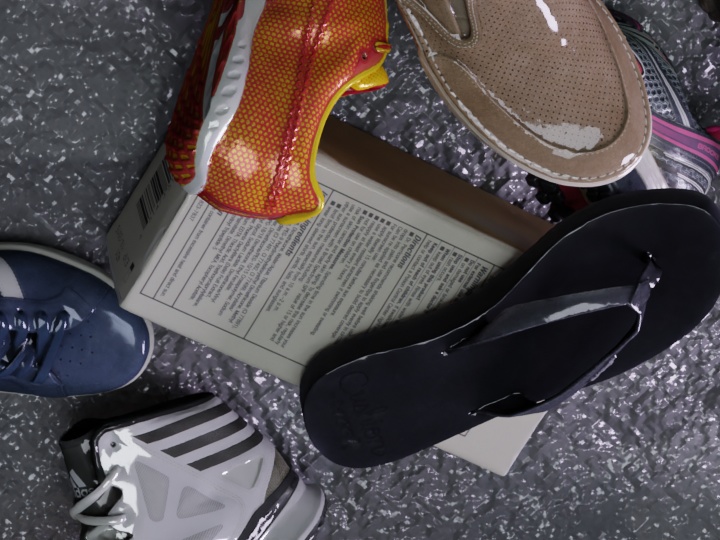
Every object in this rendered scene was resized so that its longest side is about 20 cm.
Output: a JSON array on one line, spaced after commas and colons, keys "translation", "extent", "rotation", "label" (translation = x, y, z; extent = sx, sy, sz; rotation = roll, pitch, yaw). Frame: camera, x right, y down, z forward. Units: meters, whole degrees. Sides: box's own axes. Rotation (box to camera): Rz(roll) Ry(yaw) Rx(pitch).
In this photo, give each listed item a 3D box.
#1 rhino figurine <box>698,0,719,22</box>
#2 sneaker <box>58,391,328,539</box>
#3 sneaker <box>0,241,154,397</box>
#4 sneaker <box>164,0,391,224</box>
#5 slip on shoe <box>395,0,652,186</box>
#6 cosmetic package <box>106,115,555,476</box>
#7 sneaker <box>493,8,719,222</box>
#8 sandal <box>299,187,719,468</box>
[{"translation": [0.204, -0.034, 1.235], "extent": [0.060, 0.087, 0.200], "rotation": [-20, 117, -1], "label": "rhino figurine"}, {"translation": [-0.116, 0.136, 1.239], "extent": [0.115, 0.076, 0.201], "rotation": [47, 66, -14], "label": "sneaker"}, {"translation": [-0.183, 0.026, 1.187], "extent": [0.200, 0.085, 0.075], "rotation": [12, 112, -17], "label": "sneaker"}, {"translation": [-0.019, -0.113, 1.134], "extent": [0.077, 0.073, 0.200], "rotation": [21, 79, -19], "label": "sneaker"}, {"translation": [0.053, -0.114, 1.094], "extent": [0.076, 0.061, 0.200], "rotation": [-37, 106, -12], "label": "slip on shoe"}, {"translation": [0.000, 0.000, 1.219], "extent": [0.200, 0.071, 0.105], "rotation": [26, 108, -21], "label": "cosmetic package"}, {"translation": [0.084, -0.097, 1.196], "extent": [0.075, 0.081, 0.200], "rotation": [-46, 119, -20], "label": "sneaker"}, {"translation": [0.071, 0.034, 1.180], "extent": [0.200, 0.043, 0.076], "rotation": [-29, 120, 7], "label": "sandal"}]
